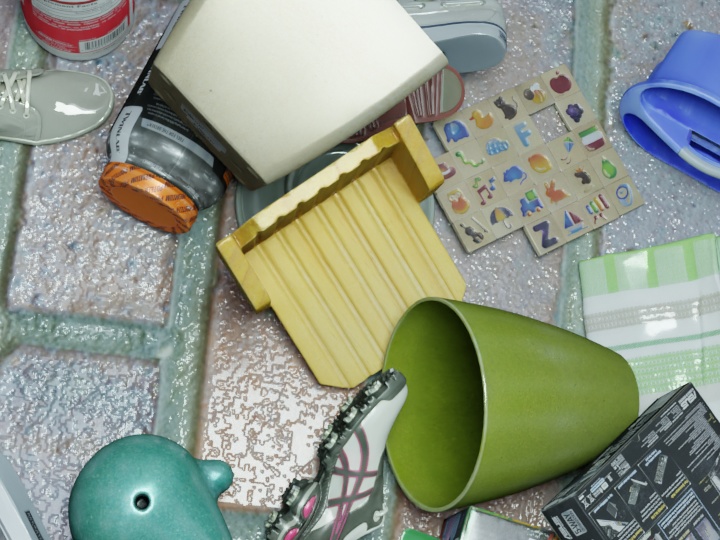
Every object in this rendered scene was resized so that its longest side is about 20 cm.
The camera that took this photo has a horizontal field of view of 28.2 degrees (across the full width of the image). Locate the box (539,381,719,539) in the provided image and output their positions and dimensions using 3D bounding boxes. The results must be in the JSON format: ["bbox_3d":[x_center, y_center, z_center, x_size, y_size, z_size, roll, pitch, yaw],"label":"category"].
[{"bbox_3d":[0.269,0.213,1.241,0.199,0.050,0.158,-34,88,-40],"label":"box"}]

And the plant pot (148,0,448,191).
[{"bbox_3d":[-0.073,-0.179,1.228,0.177,0.200,0.200,-45,98,-7],"label":"plant pot"}]

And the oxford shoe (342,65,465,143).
[{"bbox_3d":[-0.002,-0.155,1.378,0.198,0.075,0.071,-6,90,-18],"label":"oxford shoe"}]

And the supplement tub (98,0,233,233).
[{"bbox_3d":[-0.159,-0.145,1.348,0.122,0.123,0.201,26,72,0],"label":"supplement tub"}]

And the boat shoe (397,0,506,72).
[{"bbox_3d":[0.046,-0.243,1.420,0.200,0.075,0.087,-5,55,15],"label":"boat shoe"}]

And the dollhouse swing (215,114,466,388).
[{"bbox_3d":[0.000,0.000,1.279,0.199,0.182,0.177,-33,90,-6],"label":"dollhouse swing"}]

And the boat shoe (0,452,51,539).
[{"bbox_3d":[-0.303,0.259,1.248,0.066,0.070,0.201,-29,83,3],"label":"boat shoe"}]

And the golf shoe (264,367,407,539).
[{"bbox_3d":[-0.005,0.183,1.298,0.088,0.077,0.201,33,93,-6],"label":"golf shoe"}]

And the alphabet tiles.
[{"bbox_3d":[0.165,-0.100,1.434,0.199,0.008,0.168,-25,80,-19],"label":"alphabet tiles"}]

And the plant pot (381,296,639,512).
[{"bbox_3d":[0.147,0.120,1.305,0.198,0.187,0.189,2,73,-28],"label":"plant pot"}]

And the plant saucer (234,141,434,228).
[{"bbox_3d":[-0.022,-0.071,1.386,0.198,0.050,0.203,2,74,-7],"label":"plant saucer"}]

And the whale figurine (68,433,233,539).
[{"bbox_3d":[-0.163,0.231,1.253,0.200,0.104,0.159,40,73,4],"label":"whale figurine"}]

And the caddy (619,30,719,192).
[{"bbox_3d":[0.354,-0.141,1.413,0.199,0.142,0.106,29,69,1],"label":"caddy"}]

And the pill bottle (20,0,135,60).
[{"bbox_3d":[-0.265,-0.284,1.329,0.111,0.200,0.114,2,74,-8],"label":"pill bottle"}]

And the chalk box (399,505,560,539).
[{"bbox_3d":[0.121,0.288,1.271,0.198,0.124,0.126,18,74,-2],"label":"chalk box"}]

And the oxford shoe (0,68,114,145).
[{"bbox_3d":[-0.334,-0.162,1.361,0.197,0.058,0.076,0,72,-10],"label":"oxford shoe"}]

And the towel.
[{"bbox_3d":[0.287,0.072,1.367,0.148,0.031,0.202,-11,72,18],"label":"towel"}]
